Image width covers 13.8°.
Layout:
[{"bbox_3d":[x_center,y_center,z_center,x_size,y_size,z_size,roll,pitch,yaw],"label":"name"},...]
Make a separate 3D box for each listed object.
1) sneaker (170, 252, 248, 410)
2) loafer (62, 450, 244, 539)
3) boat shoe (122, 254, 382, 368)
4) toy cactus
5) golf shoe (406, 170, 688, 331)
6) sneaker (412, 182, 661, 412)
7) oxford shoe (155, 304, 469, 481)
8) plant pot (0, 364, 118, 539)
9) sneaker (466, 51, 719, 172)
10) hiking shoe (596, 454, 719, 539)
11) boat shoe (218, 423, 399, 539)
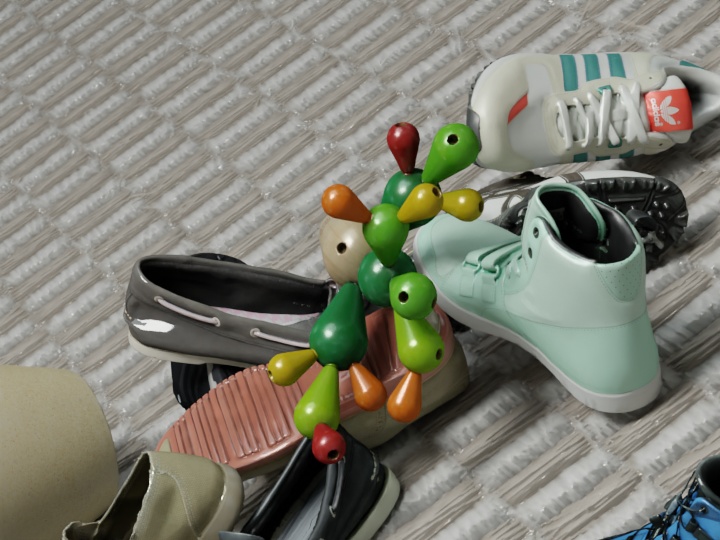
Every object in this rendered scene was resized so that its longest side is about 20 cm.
[{"bbox_3d":[-0.078,0.072,1.894,0.200,0.071,0.083,-111,35,-51],"label":"sneaker"},{"bbox_3d":[-0.150,0.181,1.714,0.200,0.068,0.076,-53,23,1],"label":"loafer"},{"bbox_3d":[-0.048,0.028,1.823,0.199,0.057,0.067,5,37,4],"label":"boat shoe"},{"bbox_3d":[0.000,0.000,1.706,0.165,0.102,0.201,-134,58,-70],"label":"toy cactus"},{"bbox_3d":[0.113,-0.034,1.822,0.199,0.078,0.095,-16,30,31],"label":"golf shoe"},{"bbox_3d":[0.100,-0.015,1.694,0.073,0.119,0.200,-25,39,-27],"label":"sneaker"},{"bbox_3d":[-0.026,0.092,1.771,0.199,0.074,0.071,-23,48,9],"label":"oxford shoe"},{"bbox_3d":[-0.259,0.133,1.853,0.199,0.188,0.187,-17,17,-26],"label":"plant pot"},{"bbox_3d":[0.151,-0.103,1.840,0.093,0.071,0.199,2,9,42],"label":"sneaker"},{"bbox_3d":[0.175,0.124,1.454,0.199,0.087,0.075,-16,30,33],"label":"hiking shoe"},{"bbox_3d":[-0.053,0.163,1.676,0.074,0.066,0.199,2,43,50],"label":"boat shoe"}]
